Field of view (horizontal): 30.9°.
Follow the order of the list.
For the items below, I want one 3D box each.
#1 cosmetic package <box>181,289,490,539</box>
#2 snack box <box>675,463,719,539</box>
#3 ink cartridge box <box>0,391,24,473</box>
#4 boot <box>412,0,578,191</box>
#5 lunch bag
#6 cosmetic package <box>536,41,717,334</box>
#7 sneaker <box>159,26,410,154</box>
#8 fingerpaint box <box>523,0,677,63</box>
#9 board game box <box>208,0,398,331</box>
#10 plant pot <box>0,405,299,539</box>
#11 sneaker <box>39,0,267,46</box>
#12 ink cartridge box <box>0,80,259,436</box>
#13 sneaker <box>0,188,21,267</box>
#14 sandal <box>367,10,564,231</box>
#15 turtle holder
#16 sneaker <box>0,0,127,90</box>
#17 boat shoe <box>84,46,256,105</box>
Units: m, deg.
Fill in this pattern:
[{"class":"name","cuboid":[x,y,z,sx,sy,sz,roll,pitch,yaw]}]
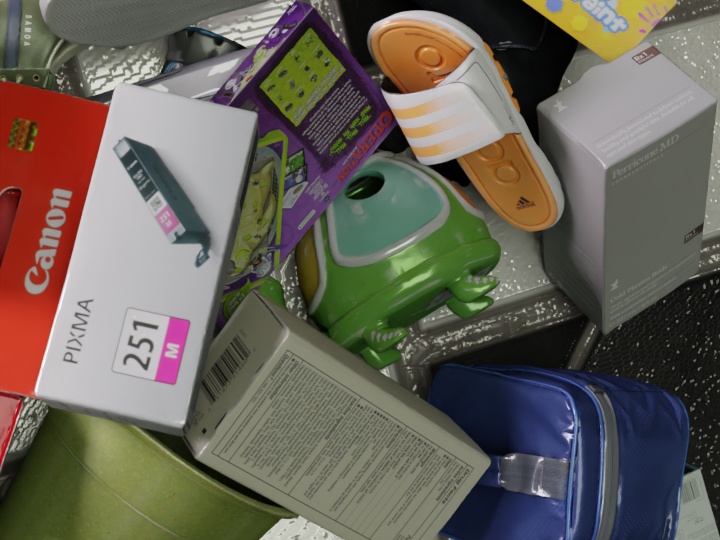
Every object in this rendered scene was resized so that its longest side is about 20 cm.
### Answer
[{"class":"cosmetic package","cuboid":[-0.019,0.111,0.878,0.199,0.073,0.104,36,94,-34]},{"class":"snack box","cuboid":[0.204,0.249,1.068,0.198,0.037,0.117,-19,96,-16]},{"class":"ink cartridge box","cuboid":[-0.288,0.158,0.845,0.083,0.175,0.202,19,85,-16]},{"class":"boot","cuboid":[0.086,-0.152,1.003,0.197,0.073,0.164,19,81,-24]},{"class":"lunch bag","cuboid":[0.126,0.139,0.965,0.131,0.199,0.138,8,87,-35]},{"class":"cosmetic package","cuboid":[0.198,-0.059,0.981,0.106,0.201,0.090,-31,56,-12]},{"class":"sneaker","cuboid":[-0.055,-0.116,0.973,0.198,0.073,0.083,17,99,-9]},{"class":"fingerpaint box","cuboid":[0.137,-0.270,0.973,0.199,0.073,0.168,31,38,-16]},{"class":"board game box","cuboid":[-0.069,-0.069,0.885,0.200,0.032,0.120,-50,128,-6]},{"class":"plant pot","cuboid":[-0.172,0.176,0.892,0.199,0.200,0.191,36,94,-14]},{"class":"sneaker","cuboid":[-0.149,-0.230,0.916,0.199,0.074,0.116,-20,65,-31]},{"class":"ink cartridge box","cuboid":[-0.166,-0.017,0.794,0.172,0.044,0.202,12,76,-1]},{"class":"sneaker","cuboid":[-0.244,-0.056,0.866,0.114,0.078,0.202,-9,102,-23]},{"class":"sandal","cuboid":[0.077,-0.090,0.903,0.207,0.079,0.060,49,44,-27]},{"class":"turtle holder","cuboid":[0.006,-0.002,0.965,0.185,0.141,0.133,-33,80,17]},{"class":"sneaker","cuboid":[-0.250,-0.145,0.905,0.200,0.067,0.090,-37,96,-16]},{"class":"boat shoe","cuboid":[-0.151,-0.096,0.905,0.198,0.072,0.066,-19,106,-3]}]
